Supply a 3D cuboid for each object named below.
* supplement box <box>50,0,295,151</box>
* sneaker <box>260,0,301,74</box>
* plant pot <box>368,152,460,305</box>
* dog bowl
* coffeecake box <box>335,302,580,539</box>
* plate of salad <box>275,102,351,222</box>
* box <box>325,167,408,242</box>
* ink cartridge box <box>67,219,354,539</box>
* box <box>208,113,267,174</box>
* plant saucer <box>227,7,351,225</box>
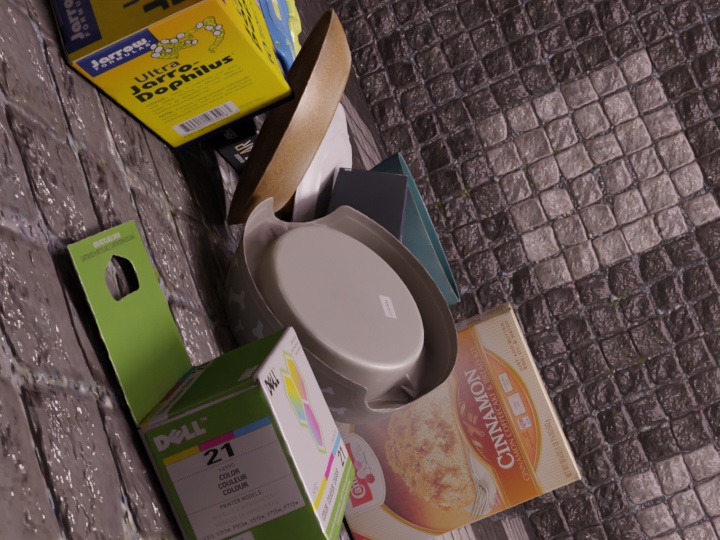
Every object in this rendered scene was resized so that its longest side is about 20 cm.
[{"bbox_3d":[-0.136,-0.181,0.876,0.200,0.109,0.110,41,27,-74],"label":"supplement box"},{"bbox_3d":[-0.097,-0.243,1.142,0.105,0.075,0.202,-91,158,-71],"label":"sneaker"},{"bbox_3d":[0.026,-0.029,1.523,0.200,0.134,0.202,-22,90,-83],"label":"plant pot"},{"bbox_3d":[-0.019,0.032,0.950,0.199,0.059,0.201,27,36,-22],"label":"dog bowl"},{"bbox_3d":[0.067,0.139,1.047,0.073,0.198,0.155,-31,98,-83],"label":"coffeecake box"},{"bbox_3d":[-0.050,-0.075,1.247,0.200,0.047,0.202,10,90,-79],"label":"plate of salad"},{"bbox_3d":[0.000,0.000,1.174,0.200,0.078,0.143,-79,173,-66],"label":"box"},{"bbox_3d":[-0.079,0.059,0.696,0.148,0.075,0.202,-63,132,-81],"label":"ink cartridge box"},{"bbox_3d":[-0.137,-0.199,1.186,0.160,0.043,0.202,46,22,-71],"label":"box"},{"bbox_3d":[-0.055,-0.123,1.026,0.035,0.201,0.201,25,20,-13],"label":"plant saucer"}]
